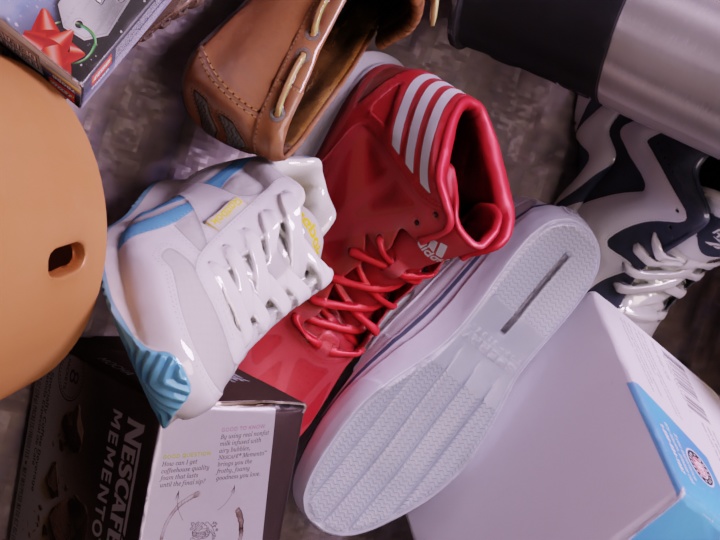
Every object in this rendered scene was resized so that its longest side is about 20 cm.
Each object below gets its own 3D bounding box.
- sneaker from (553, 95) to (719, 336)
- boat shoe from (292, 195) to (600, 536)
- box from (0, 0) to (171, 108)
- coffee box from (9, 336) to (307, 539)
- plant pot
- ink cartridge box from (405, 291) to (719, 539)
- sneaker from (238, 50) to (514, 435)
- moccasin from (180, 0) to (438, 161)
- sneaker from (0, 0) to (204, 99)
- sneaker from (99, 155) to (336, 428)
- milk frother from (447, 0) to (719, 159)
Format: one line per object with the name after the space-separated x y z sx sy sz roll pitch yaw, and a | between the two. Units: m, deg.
0.161 -0.008 1.177 0.079 0.129 0.201 11 98 -36 | sneaker
0.039 0.047 1.146 0.200 0.067 0.074 -44 117 -4 | boat shoe
-0.105 -0.187 0.942 0.137 0.040 0.200 38 76 1 | box
-0.102 0.140 1.042 0.079 0.113 0.202 4 102 -37 | coffee box
-0.195 -0.015 0.895 0.140 0.199 0.202 -7 109 -52 | plant pot
0.143 0.145 1.170 0.146 0.147 0.200 -39 129 18 | ink cartridge box
0.000 0.000 1.072 0.078 0.115 0.202 15 95 -38 | sneaker
0.004 -0.131 1.045 0.202 0.077 0.074 -49 155 -27 | moccasin
-0.074 -0.142 1.007 0.201 0.070 0.076 -54 132 -9 | sneaker
-0.058 -0.002 0.978 0.080 0.200 0.077 -16 111 12 | sneaker
0.167 -0.170 1.071 0.181 0.187 0.201 -53 164 -47 | milk frother
